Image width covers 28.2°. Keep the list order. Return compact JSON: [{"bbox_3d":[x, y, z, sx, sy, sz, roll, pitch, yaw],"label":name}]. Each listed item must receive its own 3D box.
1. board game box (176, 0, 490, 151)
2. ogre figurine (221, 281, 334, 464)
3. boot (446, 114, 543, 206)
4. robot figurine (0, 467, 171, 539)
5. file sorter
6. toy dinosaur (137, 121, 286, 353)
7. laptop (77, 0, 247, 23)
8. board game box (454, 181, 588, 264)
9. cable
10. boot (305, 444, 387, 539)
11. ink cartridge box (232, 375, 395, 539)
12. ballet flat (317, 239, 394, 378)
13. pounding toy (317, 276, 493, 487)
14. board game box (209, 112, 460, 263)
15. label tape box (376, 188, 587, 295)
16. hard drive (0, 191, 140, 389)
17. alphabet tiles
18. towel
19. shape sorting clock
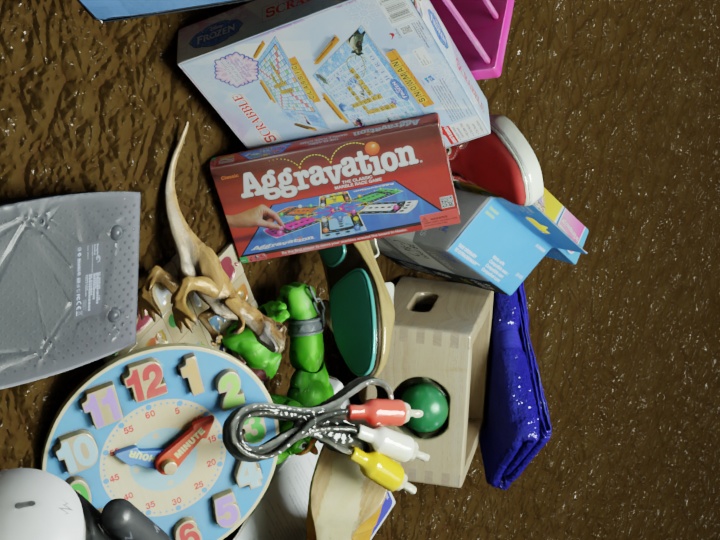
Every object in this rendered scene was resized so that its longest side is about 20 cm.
[{"bbox_3d":[-0.018,-0.155,1.184,0.200,0.197,0.042,52,28,-49],"label":"board game box"},{"bbox_3d":[-0.089,0.112,1.257,0.121,0.097,0.201,60,37,-24],"label":"ogre figurine"},{"bbox_3d":[0.061,-0.093,1.277,0.143,0.200,0.073,-24,126,-19],"label":"boot"},{"bbox_3d":[-0.232,0.235,1.076,0.151,0.124,0.201,-57,141,-23],"label":"robot figurine"},{"bbox_3d":[0.051,-0.278,1.240,0.125,0.137,0.203,46,49,-49],"label":"file sorter"},{"bbox_3d":[-0.138,-0.005,1.184,0.106,0.060,0.201,-46,113,-41],"label":"toy dinosaur"},{"bbox_3d":[-0.158,-0.290,1.001,0.186,0.115,0.203,-22,119,-50],"label":"laptop"},{"bbox_3d":[0.124,-0.074,1.443,0.200,0.152,0.041,33,76,-53],"label":"board game box"},{"bbox_3d":[-0.023,0.125,1.188,0.198,0.050,0.099,18,69,-41],"label":"cable"},{"bbox_3d":[-0.025,0.225,1.307,0.144,0.070,0.204,158,-60,-79],"label":"boot"},{"bbox_3d":[-0.055,0.240,1.401,0.201,0.047,0.199,-51,140,-29],"label":"ink cartridge box"},{"bbox_3d":[0.000,0.000,1.293,0.062,0.068,0.203,-2,68,-43],"label":"ballet flat"},{"bbox_3d":[0.046,0.098,1.409,0.200,0.140,0.187,-50,144,-69],"label":"pounding toy"},{"bbox_3d":[-0.020,-0.068,1.225,0.020,0.197,0.104,-90,166,-54],"label":"board game box"},{"bbox_3d":[0.097,-0.032,1.377,0.144,0.198,0.064,32,77,-54],"label":"label tape box"},{"bbox_3d":[-0.245,0.011,1.050,0.199,0.042,0.137,-15,114,-52],"label":"hard drive"},{"bbox_3d":[-0.155,0.076,1.230,0.200,0.006,0.168,-49,137,-33],"label":"alphabet tiles"},{"bbox_3d":[0.154,0.113,1.515,0.148,0.049,0.203,106,-19,-61],"label":"towel"},{"bbox_3d":[-0.159,0.152,1.159,0.197,0.039,0.203,-7,111,-19],"label":"shape sorting clock"}]
